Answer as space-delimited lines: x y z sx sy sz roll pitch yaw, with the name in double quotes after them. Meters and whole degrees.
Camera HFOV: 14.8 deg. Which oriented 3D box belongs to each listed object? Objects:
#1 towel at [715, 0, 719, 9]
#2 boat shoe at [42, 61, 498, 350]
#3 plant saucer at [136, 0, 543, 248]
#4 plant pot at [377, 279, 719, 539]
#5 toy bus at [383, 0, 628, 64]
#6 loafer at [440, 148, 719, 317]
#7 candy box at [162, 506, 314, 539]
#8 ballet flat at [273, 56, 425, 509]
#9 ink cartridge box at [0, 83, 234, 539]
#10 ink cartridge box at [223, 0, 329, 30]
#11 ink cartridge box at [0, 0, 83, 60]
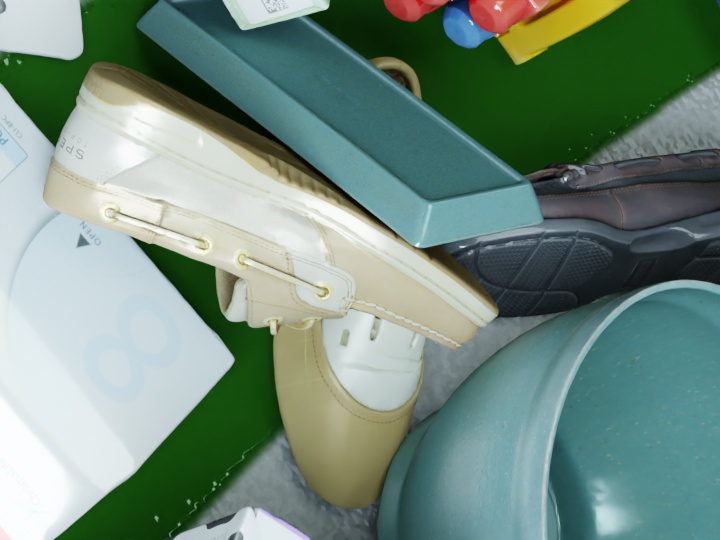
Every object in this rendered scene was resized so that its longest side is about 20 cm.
0.232 -0.127 1.410 0.112 0.049 0.200 -30 93 -39 "towel"
-0.038 -0.011 1.116 0.200 0.074 0.069 29 99 -21 "boat shoe"
-0.010 -0.070 1.151 0.070 0.019 0.200 -12 37 -38 "plant saucer"
0.093 0.109 1.161 0.200 0.134 0.201 8 79 -45 "plant pot"
0.104 -0.174 1.247 0.192 0.200 0.136 -40 98 -30 "toy bus"
0.103 -0.022 1.274 0.200 0.072 0.063 -3 56 -32 "loafer"
-0.037 0.173 1.014 0.168 0.200 0.072 34 58 -21 "candy box"
0.000 0.000 1.190 0.069 0.063 0.200 9 69 -32 "ballet flat"
-0.163 0.040 1.069 0.160 0.047 0.200 50 50 -11 "ink cartridge box"
-0.067 -0.220 1.153 0.146 0.048 0.200 -84 154 -43 "ink cartridge box"
-0.154 -0.197 1.146 0.116 0.067 0.200 5 71 -35 "ink cartridge box"
